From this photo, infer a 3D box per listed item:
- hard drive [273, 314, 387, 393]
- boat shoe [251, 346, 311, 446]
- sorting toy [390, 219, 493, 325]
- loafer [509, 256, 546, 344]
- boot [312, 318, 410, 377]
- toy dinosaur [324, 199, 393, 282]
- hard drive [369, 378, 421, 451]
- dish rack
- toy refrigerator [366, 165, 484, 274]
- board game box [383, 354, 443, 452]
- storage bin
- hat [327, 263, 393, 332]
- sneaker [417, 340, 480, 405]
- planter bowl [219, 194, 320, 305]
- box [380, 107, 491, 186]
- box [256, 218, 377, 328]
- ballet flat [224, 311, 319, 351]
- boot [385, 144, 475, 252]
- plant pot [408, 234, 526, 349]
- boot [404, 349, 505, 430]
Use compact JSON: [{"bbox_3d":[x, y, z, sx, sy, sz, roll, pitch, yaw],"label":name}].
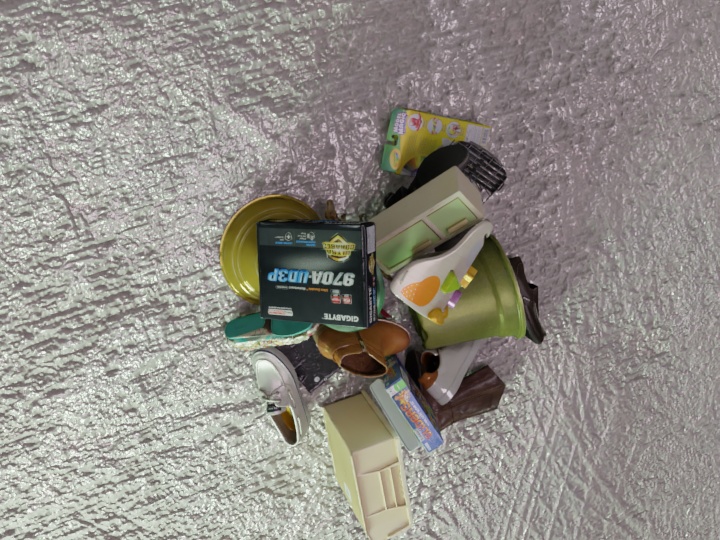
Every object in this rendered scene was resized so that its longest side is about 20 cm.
[{"bbox_3d":[-0.057,0.110,1.495,0.199,0.038,0.140,-39,115,-7],"label":"hard drive"},{"bbox_3d":[-0.148,0.229,1.464,0.070,0.070,0.202,-8,118,21],"label":"boat shoe"},{"bbox_3d":[0.153,-0.014,1.340,0.107,0.200,0.181,41,101,5],"label":"sorting toy"},{"bbox_3d":[0.330,0.059,1.613,0.071,0.073,0.202,-32,114,-8],"label":"loafer"},{"bbox_3d":[0.021,0.142,1.428,0.197,0.155,0.075,2,104,-22],"label":"boot"},{"bbox_3d":[0.006,-0.041,1.434,0.200,0.101,0.058,48,122,4],"label":"toy dinosaur"},{"bbox_3d":[0.075,0.262,1.481,0.026,0.200,0.133,-33,77,4],"label":"hard drive"},{"bbox_3d":[0.157,-0.144,1.450,0.152,0.055,0.200,26,118,-33],"label":"dish rack"},{"bbox_3d":[0.098,-0.077,1.328,0.199,0.071,0.076,-31,129,26],"label":"toy refrigerator"},{"bbox_3d":[0.089,0.229,1.447,0.034,0.200,0.136,-33,95,3],"label":"board game box"},{"bbox_3d":[0.011,0.361,1.503,0.092,0.200,0.202,-15,111,-14],"label":"storage bin"},{"bbox_3d":[0.000,0.000,1.400,0.165,0.176,0.201,40,127,10],"label":"hat"},{"bbox_3d":[0.167,0.156,1.542,0.084,0.201,0.073,39,132,-4],"label":"sneaker"},{"bbox_3d":[-0.137,-0.023,1.399,0.197,0.083,0.204,-7,108,-20],"label":"planter bowl"},{"bbox_3d":[0.130,-0.222,1.469,0.197,0.048,0.119,7,104,-25],"label":"box"},{"bbox_3d":[-0.069,0.002,1.288,0.046,0.197,0.162,-21,112,-62],"label":"box"},{"bbox_3d":[-0.144,0.100,1.399,0.064,0.197,0.077,44,48,-48],"label":"ballet flat"},{"bbox_3d":[0.157,-0.113,1.401,0.173,0.070,0.200,28,127,-33],"label":"boot"},{"bbox_3d":[0.184,0.057,1.506,0.181,0.201,0.203,-18,112,-4],"label":"plant pot"},{"bbox_3d":[0.192,0.217,1.615,0.197,0.064,0.189,-17,110,-20],"label":"boot"}]
